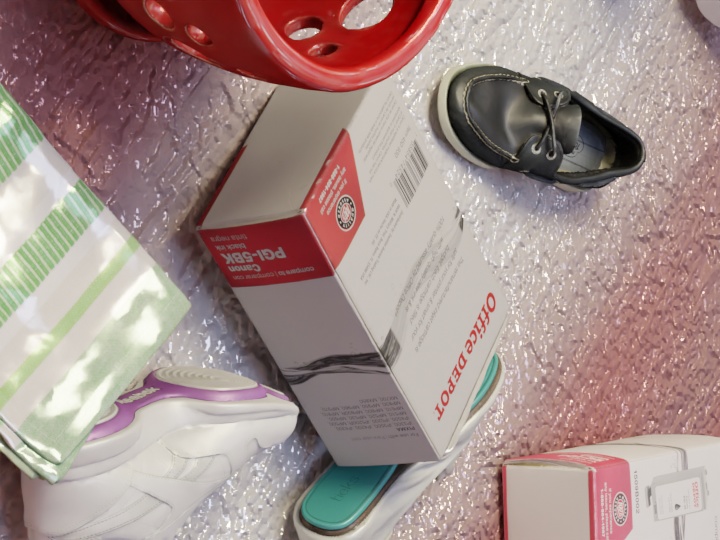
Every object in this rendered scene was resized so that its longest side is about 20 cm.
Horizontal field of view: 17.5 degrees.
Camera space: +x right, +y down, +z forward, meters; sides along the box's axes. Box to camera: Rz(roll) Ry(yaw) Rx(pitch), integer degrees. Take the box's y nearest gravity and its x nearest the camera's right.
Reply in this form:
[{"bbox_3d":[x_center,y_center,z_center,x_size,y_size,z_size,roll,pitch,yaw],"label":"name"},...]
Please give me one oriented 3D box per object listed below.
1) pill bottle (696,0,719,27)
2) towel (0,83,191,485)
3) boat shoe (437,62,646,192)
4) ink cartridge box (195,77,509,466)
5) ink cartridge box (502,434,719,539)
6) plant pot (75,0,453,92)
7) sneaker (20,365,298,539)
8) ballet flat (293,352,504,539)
[{"bbox_3d":[0.326,-0.287,1.838,0.112,0.111,0.201,44,57,-42],"label":"pill bottle"},{"bbox_3d":[-0.187,-0.008,1.214,0.200,0.023,0.153,50,49,-17],"label":"towel"},{"bbox_3d":[0.131,-0.097,1.623,0.199,0.066,0.075,26,70,-48],"label":"boat shoe"},{"bbox_3d":[0.000,0.000,1.430,0.201,0.082,0.147,61,37,-31],"label":"ink cartridge box"},{"bbox_3d":[0.190,0.198,1.677,0.199,0.082,0.148,-4,92,-51],"label":"ink cartridge box"},{"bbox_3d":[-0.065,-0.204,1.275,0.200,0.182,0.202,-14,108,-48],"label":"plant pot"},{"bbox_3d":[-0.116,0.111,1.318,0.199,0.075,0.100,-12,111,-46],"label":"sneaker"},{"bbox_3d":[0.025,0.123,1.497,0.200,0.069,0.070,-45,123,-37],"label":"ballet flat"}]
